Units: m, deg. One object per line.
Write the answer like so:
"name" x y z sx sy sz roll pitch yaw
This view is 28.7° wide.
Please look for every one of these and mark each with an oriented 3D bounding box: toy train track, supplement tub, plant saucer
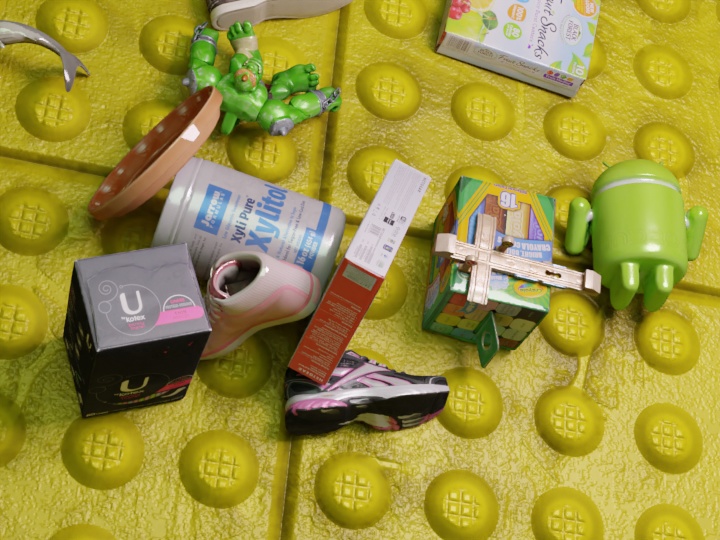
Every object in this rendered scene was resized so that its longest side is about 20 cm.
"toy train track" 0.182 -0.010 1.595 0.200 0.033 0.115 14 62 -10
"supplement tub" -0.128 -0.041 1.608 0.200 0.132 0.132 19 62 -7
"plant saucer" -0.228 -0.129 1.592 0.032 0.200 0.200 46 59 -18

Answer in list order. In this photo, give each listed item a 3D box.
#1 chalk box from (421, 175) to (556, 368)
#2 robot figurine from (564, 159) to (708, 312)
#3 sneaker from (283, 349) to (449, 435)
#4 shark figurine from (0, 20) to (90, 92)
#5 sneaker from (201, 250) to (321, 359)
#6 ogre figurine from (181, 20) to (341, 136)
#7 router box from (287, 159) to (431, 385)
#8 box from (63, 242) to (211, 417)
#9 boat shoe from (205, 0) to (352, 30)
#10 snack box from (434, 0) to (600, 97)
"chalk box" 0.149 0.012 1.663 0.124 0.125 0.200 14 61 -9
"robot figurine" 0.346 -0.051 1.753 0.175 0.116 0.200 2 64 -1
"sneaker" 0.006 0.127 1.598 0.200 0.080 0.086 0 54 -22
"shark figurine" -0.435 -0.266 1.665 0.214 0.089 0.128 -10 102 -11
"sneaker" -0.149 0.033 1.523 0.105 0.200 0.075 29 49 -45
"ogre figurine" -0.130 -0.227 1.722 0.200 0.098 0.120 41 42 -11
"router box" 0.000 0.000 1.564 0.049 0.180 0.200 27 40 -1
"box" -0.240 0.066 1.485 0.122 0.200 0.106 -11 68 -19
"boat shoe" -0.101 -0.358 1.803 0.200 0.072 0.060 -13 72 -15
"snack box" 0.212 -0.329 1.885 0.200 0.053 0.142 18 62 -6
